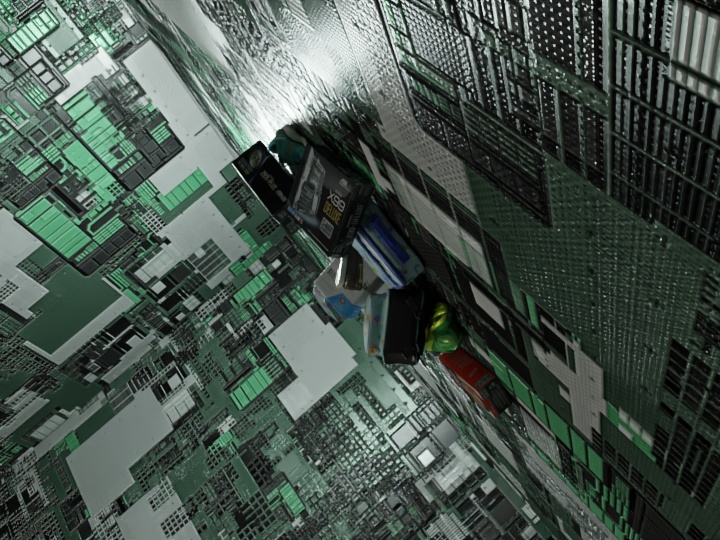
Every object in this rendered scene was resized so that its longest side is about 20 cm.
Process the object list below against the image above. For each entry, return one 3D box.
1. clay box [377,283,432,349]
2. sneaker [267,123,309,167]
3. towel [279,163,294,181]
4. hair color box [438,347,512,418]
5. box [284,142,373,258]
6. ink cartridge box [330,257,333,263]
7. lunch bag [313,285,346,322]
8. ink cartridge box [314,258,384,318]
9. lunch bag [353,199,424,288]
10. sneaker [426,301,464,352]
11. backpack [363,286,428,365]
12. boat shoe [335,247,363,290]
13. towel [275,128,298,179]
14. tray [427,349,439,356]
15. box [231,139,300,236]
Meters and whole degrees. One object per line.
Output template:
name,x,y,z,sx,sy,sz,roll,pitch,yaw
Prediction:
clay box,0.111,0.110,1.705,0.200,0.115,0.048,49,-163,13
sneaker,-0.148,-0.263,1.578,0.200,0.079,0.078,43,171,47
towel,-0.165,-0.184,1.821,0.200,0.034,0.134,47,-159,-42
hair color box,0.280,0.269,1.692,0.102,0.061,0.200,54,172,-26
box,-0.067,-0.143,1.384,0.049,0.159,0.200,2,-149,-39
ink cartridge box,-0.059,-0.079,1.877,0.200,0.066,0.119,88,169,-81
lunch bag,-0.044,0.039,2.065,0.077,0.200,0.161,29,162,41
ink cartridge box,0.000,0.000,1.615,0.116,0.200,0.067,47,-169,25
lunch bag,0.040,-0.056,1.442,0.201,0.082,0.161,50,171,-7
sneaker,0.194,0.131,1.545,0.082,0.075,0.201,15,157,10
backpack,0.082,0.124,1.577,0.200,0.151,0.179,6,-95,-80
boat shoe,-0.012,-0.048,1.552,0.059,0.202,0.072,13,151,-8
towel,-0.142,-0.239,1.726,0.201,0.048,0.172,60,175,25
tray,0.153,0.126,1.766,0.200,0.022,0.107,49,-148,14
box,-0.197,-0.189,1.610,0.164,0.086,0.200,52,179,13
